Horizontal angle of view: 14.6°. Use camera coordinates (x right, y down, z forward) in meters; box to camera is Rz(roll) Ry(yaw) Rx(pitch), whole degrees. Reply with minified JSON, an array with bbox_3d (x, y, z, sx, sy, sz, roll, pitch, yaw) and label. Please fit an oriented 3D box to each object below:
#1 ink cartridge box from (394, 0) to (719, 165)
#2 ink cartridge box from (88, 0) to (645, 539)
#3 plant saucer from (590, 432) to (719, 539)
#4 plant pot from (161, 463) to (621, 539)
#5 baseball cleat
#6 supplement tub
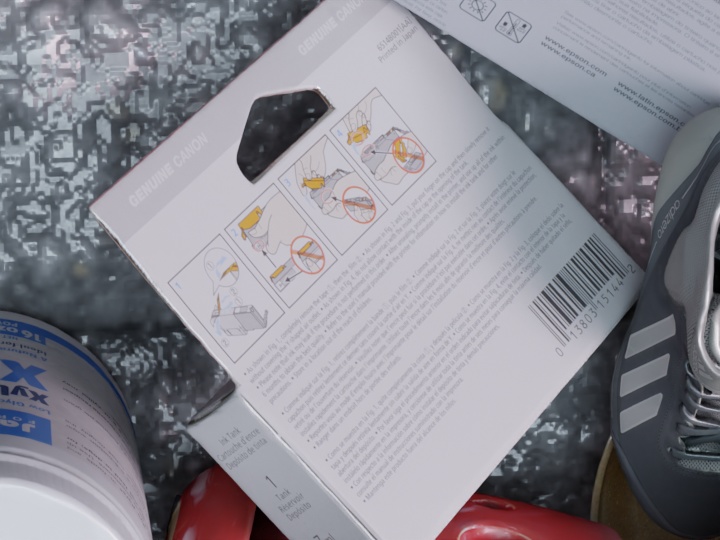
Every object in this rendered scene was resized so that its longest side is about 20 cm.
[{"bbox_3d":[0.105,-0.140,1.056,0.199,0.041,0.200,31,141,-7],"label":"ink cartridge box"},{"bbox_3d":[0.000,0.000,1.086,0.176,0.200,0.045,48,137,-4],"label":"ink cartridge box"},{"bbox_3d":[0.193,0.097,1.212,0.200,0.035,0.200,-2,107,-7],"label":"plant saucer"},{"bbox_3d":[-0.004,0.176,1.128,0.182,0.200,0.201,16,103,-3],"label":"plant pot"},{"bbox_3d":[0.135,0.038,1.095,0.070,0.106,0.200,-2,120,1],"label":"baseball cleat"},{"bbox_3d":[-0.145,0.103,1.078,0.132,0.200,0.132,-2,106,-8],"label":"supplement tub"}]
